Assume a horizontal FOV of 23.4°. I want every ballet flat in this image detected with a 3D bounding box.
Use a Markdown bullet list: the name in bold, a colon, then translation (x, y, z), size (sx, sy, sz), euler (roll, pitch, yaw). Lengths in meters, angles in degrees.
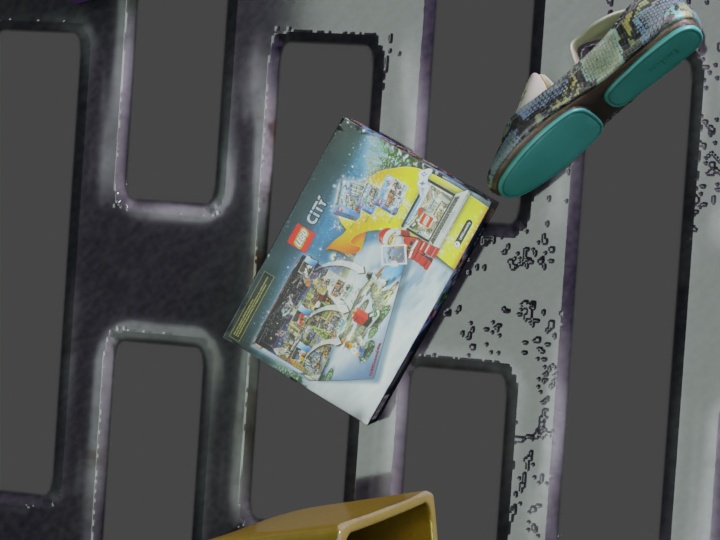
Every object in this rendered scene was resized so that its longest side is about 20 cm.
- **ballet flat**: translation (0.166, -0.137, 1.312), size (0.200, 0.074, 0.074), euler (-39, 82, 9)

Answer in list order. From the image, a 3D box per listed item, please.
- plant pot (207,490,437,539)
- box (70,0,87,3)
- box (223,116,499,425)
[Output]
- **plant pot**: translation (-0.061, 0.276, 1.305), size (0.200, 0.195, 0.195), euler (-5, 89, 23)
- **box**: translation (-0.158, -0.306, 1.396), size (0.200, 0.039, 0.137), euler (-12, 87, 13)
- **box**: translation (0.000, 0.000, 1.358), size (0.136, 0.038, 0.200), euler (31, 97, 12)
